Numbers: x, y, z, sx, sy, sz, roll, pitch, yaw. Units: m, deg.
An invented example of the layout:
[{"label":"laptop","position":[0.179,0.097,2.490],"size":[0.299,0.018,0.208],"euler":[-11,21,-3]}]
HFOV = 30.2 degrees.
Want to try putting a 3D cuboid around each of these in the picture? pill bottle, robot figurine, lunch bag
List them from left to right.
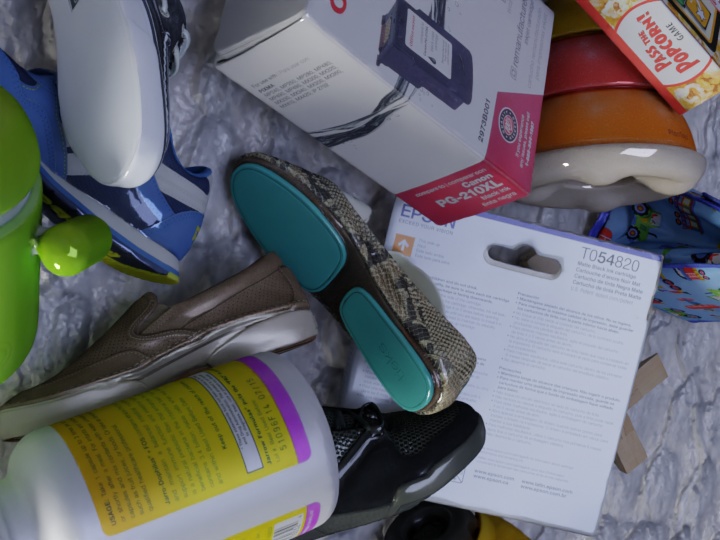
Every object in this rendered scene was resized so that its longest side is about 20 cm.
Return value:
[{"label":"robot figurine","position":[-0.215,-0.015,0.652],"size":[0.173,0.116,0.201],"euler":[12,128,0]},{"label":"pill bottle","position":[-0.118,0.120,0.714],"size":[0.198,0.104,0.105],"euler":[-18,110,-27]},{"label":"lunch bag","position":[0.286,-0.004,0.985],"size":[0.150,0.199,0.095],"euler":[22,88,-36]}]

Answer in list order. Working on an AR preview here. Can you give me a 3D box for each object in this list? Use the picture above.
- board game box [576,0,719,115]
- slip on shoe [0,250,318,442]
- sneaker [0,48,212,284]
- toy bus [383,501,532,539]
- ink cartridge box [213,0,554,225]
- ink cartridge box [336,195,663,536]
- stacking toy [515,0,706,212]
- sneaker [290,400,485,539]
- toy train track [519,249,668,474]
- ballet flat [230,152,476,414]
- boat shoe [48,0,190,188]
[{"label":"board game box","position":[0.176,-0.224,0.885],"size":[0.200,0.046,0.152],"euler":[43,42,-19]},{"label":"slip on shoe","position":[-0.122,0.045,0.786],"size":[0.198,0.076,0.061],"euler":[-20,86,-18]},{"label":"sneaker","position":[-0.159,-0.076,0.739],"size":[0.200,0.074,0.083],"euler":[46,68,-38]},{"label":"toy bus","position":[0.072,0.269,0.899],"size":[0.199,0.191,0.137],"euler":[-34,119,-23]},{"label":"ink cartridge box","position":[0.021,-0.143,0.813],"size":[0.199,0.084,0.146],"euler":[33,56,-35]},{"label":"ink cartridge box","position":[0.090,0.063,0.910],"size":[0.197,0.041,0.202],"euler":[14,94,-8]},{"label":"stacking toy","position":[0.164,-0.149,0.936],"size":[0.145,0.146,0.202],"euler":[5,80,-36]},{"label":"sneaker","position":[-0.022,0.102,0.839],"size":[0.197,0.076,0.115],"euler":[-17,105,0]},{"label":"toy train track","position":[0.167,0.068,1.025],"size":[0.114,0.032,0.201],"euler":[-34,112,-17]},{"label":"ballet flat","position":[0.000,0.000,0.841],"size":[0.200,0.068,0.075],"euler":[50,43,5]},{"label":"boat shoe","position":[-0.122,-0.126,0.701],"size":[0.067,0.201,0.072],"euler":[11,136,-40]}]
